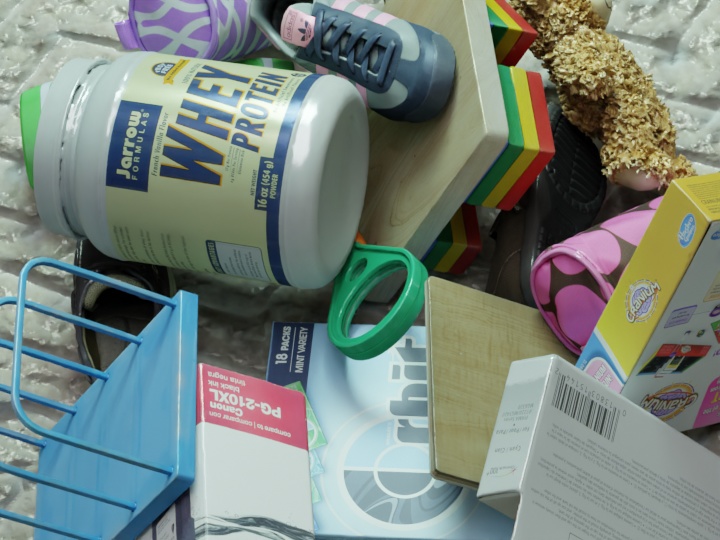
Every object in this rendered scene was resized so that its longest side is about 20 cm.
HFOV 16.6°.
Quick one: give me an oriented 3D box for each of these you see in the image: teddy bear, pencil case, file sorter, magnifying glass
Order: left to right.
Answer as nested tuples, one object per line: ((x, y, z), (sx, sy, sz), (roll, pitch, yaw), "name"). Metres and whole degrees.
((-0.202, 0.104, 1.546), (0.122, 0.200, 0.139), (20, 48, -25), "file sorter")
((-0.094, -0.198, 1.812), (0.085, 0.084, 0.200), (-22, 3, 33), "pencil case")
((0.000, 0.000, 1.688), (0.080, 0.022, 0.200), (-46, 27, 9), "magnifying glass")
((0.181, -0.132, 1.763), (0.067, 0.145, 0.200), (-41, 51, 24), "teddy bear")
((0.207, -0.001, 1.659), (0.200, 0.094, 0.091), (-21, 11, -36), "pencil case")

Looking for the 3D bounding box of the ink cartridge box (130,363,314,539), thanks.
((-0.098, 0.184, 1.525), (0.084, 0.145, 0.201), (18, 47, -27), "ink cartridge box")

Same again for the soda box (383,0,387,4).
((0.046, -0.234, 1.888), (0.064, 0.068, 0.201), (-9, 53, -3), "soda box")

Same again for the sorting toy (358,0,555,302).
((0.061, -0.109, 1.725), (0.069, 0.200, 0.199), (9, 53, -22), "sorting toy")

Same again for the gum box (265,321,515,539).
((0.033, 0.116, 1.639), (0.199, 0.045, 0.170), (2, 53, 6), "gum box")

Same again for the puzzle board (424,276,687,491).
((0.129, 0.095, 1.610), (0.199, 0.017, 0.151), (18, 50, -23), "puzzle board")

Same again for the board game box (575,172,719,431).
((0.222, 0.023, 1.572), (0.153, 0.200, 0.040), (-9, 47, -39), "board game box")

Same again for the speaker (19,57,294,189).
((-0.143, -0.105, 1.792), (0.199, 0.089, 0.089), (-7, 53, -1), "speaker")

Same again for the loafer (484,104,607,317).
((0.119, -0.038, 1.729), (0.071, 0.073, 0.200), (-26, 31, 34), "loafer")

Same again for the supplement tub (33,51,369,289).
((-0.106, -0.071, 1.667), (0.199, 0.145, 0.145), (8, 54, 14), "supplement tub")

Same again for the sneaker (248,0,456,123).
((-0.010, -0.152, 1.698), (0.082, 0.070, 0.200), (13, 8, -33), "sneaker")

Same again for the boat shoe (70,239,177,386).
((-0.165, 0.025, 1.707), (0.072, 0.065, 0.201), (-8, 52, 1), "boat shoe")

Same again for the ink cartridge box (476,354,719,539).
((0.153, 0.172, 1.509), (0.045, 0.200, 0.177), (-13, 53, 48), "ink cartridge box")
